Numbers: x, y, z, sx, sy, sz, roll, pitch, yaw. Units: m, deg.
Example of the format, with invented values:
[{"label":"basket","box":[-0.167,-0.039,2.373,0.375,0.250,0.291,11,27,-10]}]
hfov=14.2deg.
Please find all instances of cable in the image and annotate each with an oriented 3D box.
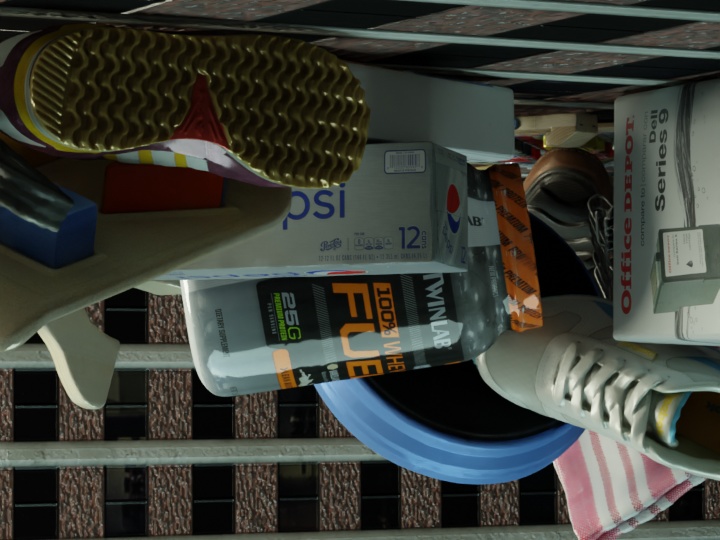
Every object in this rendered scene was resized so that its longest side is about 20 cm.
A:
[{"label":"cable","box":[-0.188,-0.052,1.295,0.200,0.050,0.097,39,180,39]}]

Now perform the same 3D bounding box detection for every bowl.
[{"label":"bowl","box":[0.060,0.033,1.758,0.200,0.201,0.039,1,149,-21]}]

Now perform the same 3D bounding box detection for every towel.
[{"label":"towel","box":[0.198,0.068,1.768,0.200,0.146,0.030,-37,125,15]}]

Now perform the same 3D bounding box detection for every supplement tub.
[{"label":"supplement tub","box":[0.000,0.000,1.652,0.200,0.123,0.123,-9,177,3]}]

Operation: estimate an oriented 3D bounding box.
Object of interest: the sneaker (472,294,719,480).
[{"label":"sneaker","box":[0.160,0.068,1.672,0.200,0.077,0.081,16,-168,10]}]

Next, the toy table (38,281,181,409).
[{"label":"toy table","box":[-0.205,-0.006,1.997,0.117,0.184,0.200,20,179,-33]}]

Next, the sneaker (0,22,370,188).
[{"label":"sneaker","box":[-0.089,-0.082,1.354,0.200,0.075,0.090,10,180,-38]}]

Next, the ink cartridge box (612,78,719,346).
[{"label":"ink cartridge box","box":[0.220,-0.030,1.577,0.084,0.146,0.200,2,177,-25]}]

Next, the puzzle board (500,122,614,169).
[{"label":"puzzle board","box":[0.153,-0.082,1.915,0.150,0.017,0.200,-1,178,14]}]

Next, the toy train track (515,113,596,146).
[{"label":"toy train track","box":[0.051,-0.072,1.744,0.200,0.033,0.115,-3,177,35]}]

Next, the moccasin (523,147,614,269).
[{"label":"moccasin","box":[0.147,-0.039,1.905,0.074,0.078,0.201,14,163,18]}]

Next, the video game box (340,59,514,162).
[{"label":"video game box","box":[-0.043,-0.082,1.544,0.182,0.047,0.200,-4,176,32]}]

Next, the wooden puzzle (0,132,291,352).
[{"label":"wooden puzzle","box":[-0.161,-0.045,1.387,0.185,0.046,0.200,25,-144,31]}]

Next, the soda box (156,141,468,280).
[{"label":"soda box","box":[-0.047,-0.029,1.495,0.200,0.064,0.068,-2,175,18]}]

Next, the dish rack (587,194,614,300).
[{"label":"dish rack","box":[0.205,-0.036,1.801,0.153,0.055,0.200,-27,155,-7]}]
